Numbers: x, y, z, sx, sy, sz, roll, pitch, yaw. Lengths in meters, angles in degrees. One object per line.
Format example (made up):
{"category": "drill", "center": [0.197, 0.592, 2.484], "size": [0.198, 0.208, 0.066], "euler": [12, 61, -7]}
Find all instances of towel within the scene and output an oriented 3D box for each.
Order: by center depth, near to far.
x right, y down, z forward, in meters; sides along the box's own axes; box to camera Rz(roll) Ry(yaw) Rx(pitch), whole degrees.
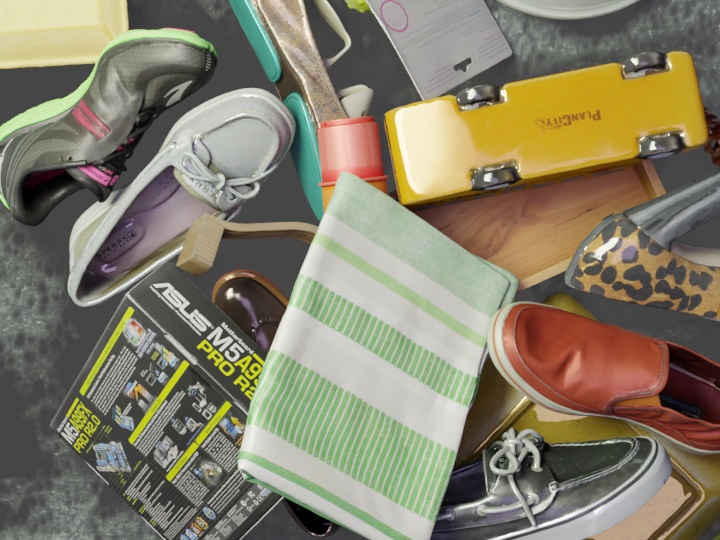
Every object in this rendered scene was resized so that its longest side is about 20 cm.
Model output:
{"category": "towel", "center": [0.014, 0.061, 0.805], "size": [0.152, 0.023, 0.201], "euler": [31, 69, -25]}

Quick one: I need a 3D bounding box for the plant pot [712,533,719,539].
{"category": "plant pot", "center": [0.292, 0.275, 0.859], "size": [0.190, 0.200, 0.200], "euler": [41, 97, 10]}

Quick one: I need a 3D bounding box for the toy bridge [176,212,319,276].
{"category": "toy bridge", "center": [-0.027, 0.008, 0.896], "size": [0.199, 0.027, 0.068], "euler": [26, 62, -22]}

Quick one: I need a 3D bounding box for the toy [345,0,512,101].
{"category": "toy", "center": [0.013, -0.212, 0.880], "size": [0.047, 0.115, 0.201], "euler": [-24, 97, 45]}

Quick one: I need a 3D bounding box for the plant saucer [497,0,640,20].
{"category": "plant saucer", "center": [0.144, -0.273, 0.869], "size": [0.199, 0.050, 0.201], "euler": [0, 93, 2]}

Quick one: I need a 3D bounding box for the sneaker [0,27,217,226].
{"category": "sneaker", "center": [-0.172, -0.095, 0.886], "size": [0.200, 0.077, 0.084], "euler": [-32, 61, 25]}

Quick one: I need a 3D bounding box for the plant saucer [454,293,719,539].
{"category": "plant saucer", "center": [0.146, 0.154, 0.911], "size": [0.200, 0.048, 0.200], "euler": [43, 97, -1]}

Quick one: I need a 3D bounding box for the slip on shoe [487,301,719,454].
{"category": "slip on shoe", "center": [0.175, 0.066, 0.845], "size": [0.199, 0.061, 0.074], "euler": [22, 57, -15]}

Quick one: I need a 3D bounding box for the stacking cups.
{"category": "stacking cups", "center": [0.000, 0.000, 0.856], "size": [0.060, 0.061, 0.201], "euler": [-6, 91, 5]}

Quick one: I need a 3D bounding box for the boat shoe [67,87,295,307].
{"category": "boat shoe", "center": [-0.126, -0.047, 0.886], "size": [0.202, 0.065, 0.074], "euler": [-33, 121, 20]}

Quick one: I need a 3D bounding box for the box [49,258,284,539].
{"category": "box", "center": [-0.118, 0.107, 0.872], "size": [0.160, 0.044, 0.200], "euler": [44, 139, 4]}

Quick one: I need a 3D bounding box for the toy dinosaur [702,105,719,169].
{"category": "toy dinosaur", "center": [0.314, -0.061, 0.866], "size": [0.199, 0.102, 0.136], "euler": [19, 115, -19]}

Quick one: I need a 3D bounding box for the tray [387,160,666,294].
{"category": "tray", "center": [0.106, -0.037, 0.893], "size": [0.199, 0.037, 0.099], "euler": [-24, 86, 1]}

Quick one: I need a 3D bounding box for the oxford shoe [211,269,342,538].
{"category": "oxford shoe", "center": [-0.053, 0.094, 0.915], "size": [0.071, 0.073, 0.201], "euler": [-25, 93, 8]}

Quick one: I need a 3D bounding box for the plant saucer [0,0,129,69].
{"category": "plant saucer", "center": [-0.261, -0.241, 0.910], "size": [0.199, 0.048, 0.201], "euler": [-3, 95, 4]}

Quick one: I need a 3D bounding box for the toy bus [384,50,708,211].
{"category": "toy bus", "center": [0.118, -0.089, 0.839], "size": [0.199, 0.078, 0.065], "euler": [-11, 85, 1]}

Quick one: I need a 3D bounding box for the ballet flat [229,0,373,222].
{"category": "ballet flat", "center": [-0.030, -0.133, 0.898], "size": [0.067, 0.068, 0.201], "euler": [-22, 96, -17]}

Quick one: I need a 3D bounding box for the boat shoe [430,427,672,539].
{"category": "boat shoe", "center": [0.102, 0.141, 0.845], "size": [0.199, 0.074, 0.068], "euler": [-20, 108, 15]}

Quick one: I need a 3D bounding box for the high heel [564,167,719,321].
{"category": "high heel", "center": [0.225, 0.036, 0.874], "size": [0.142, 0.071, 0.201], "euler": [-26, 112, -2]}
